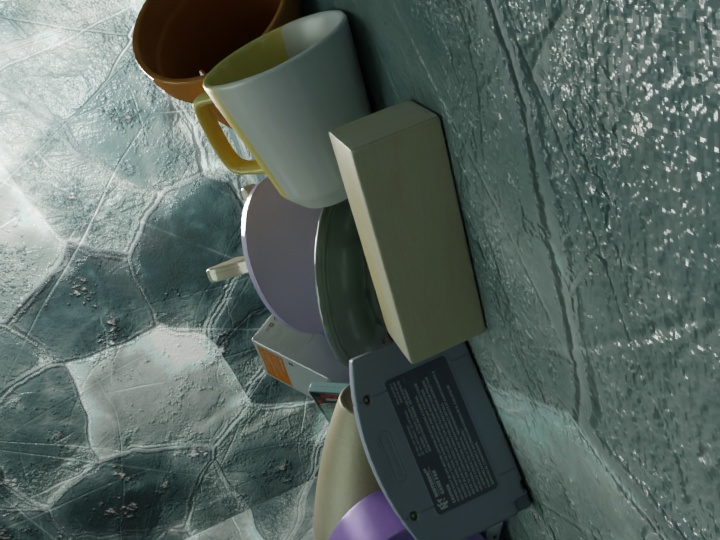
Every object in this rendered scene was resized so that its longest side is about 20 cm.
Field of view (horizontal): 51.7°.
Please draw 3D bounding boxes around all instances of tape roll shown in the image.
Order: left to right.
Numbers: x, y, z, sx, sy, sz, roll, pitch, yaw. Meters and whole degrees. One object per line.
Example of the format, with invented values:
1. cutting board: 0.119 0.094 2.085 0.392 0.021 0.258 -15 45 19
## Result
1. tape roll: 0.059 0.365 0.891 0.085 0.198 0.202 -135 25 -65

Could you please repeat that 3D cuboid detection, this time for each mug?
1. mug: -0.061 -0.152 0.741 0.186 0.149 0.154 29 151 55

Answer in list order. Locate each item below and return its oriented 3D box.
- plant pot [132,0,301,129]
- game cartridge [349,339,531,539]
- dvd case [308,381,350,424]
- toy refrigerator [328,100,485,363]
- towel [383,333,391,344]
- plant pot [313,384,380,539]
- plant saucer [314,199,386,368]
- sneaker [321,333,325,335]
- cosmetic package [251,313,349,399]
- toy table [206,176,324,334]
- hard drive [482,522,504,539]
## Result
1. plant pot: -0.145 -0.259 0.875 0.201 0.199 0.140 61 -175 33
2. game cartridge: 0.069 0.162 0.729 0.041 0.132 0.202 139 109 -79
3. dvd case: 0.022 0.235 1.118 0.201 0.144 0.022 63 -144 -42
4. toy refrigerator: 0.041 -0.031 0.626 0.070 0.075 0.202 -128 18 -59
5. towel: 0.047 0.170 1.180 0.201 0.032 0.192 83 163 -50
6. plant pot: 0.022 0.253 0.988 0.187 0.185 0.203 -131 35 -63
7. plant saucer: 0.007 0.008 0.840 0.200 0.050 0.203 -5 -90 -71
8. sneaker: -0.032 0.082 1.104 0.200 0.077 0.067 -133 30 -73
9. cosmetic package: -0.067 0.150 1.176 0.198 0.071 0.102 22 146 27
10. toy table: -0.100 -0.020 0.964 0.117 0.182 0.203 4 104 65
11. hard drive: 0.123 0.253 0.962 0.133 0.025 0.201 81 164 -55
